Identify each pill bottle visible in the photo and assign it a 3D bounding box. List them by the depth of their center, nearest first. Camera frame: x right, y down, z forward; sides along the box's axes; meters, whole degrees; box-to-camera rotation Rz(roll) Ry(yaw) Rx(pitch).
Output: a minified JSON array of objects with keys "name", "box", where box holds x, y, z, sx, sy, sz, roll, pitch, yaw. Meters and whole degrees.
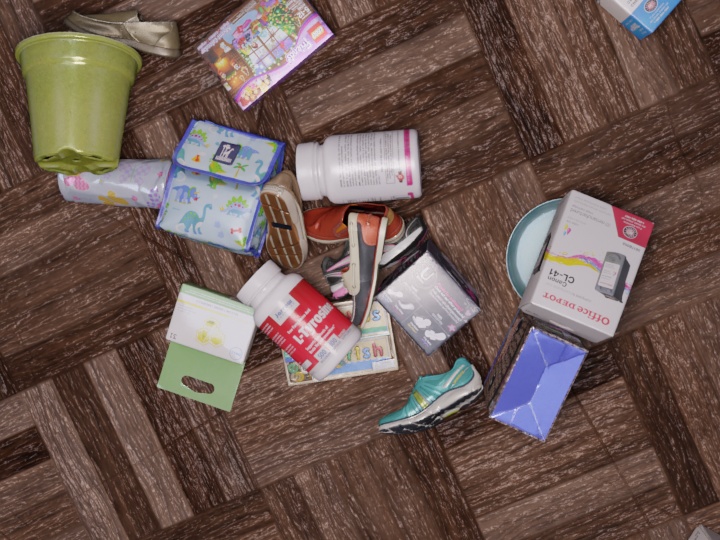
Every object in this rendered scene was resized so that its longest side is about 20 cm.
[{"name":"pill bottle","box":[-0.001,-0.170,1.600,0.199,0.113,0.114,-4,96,5]},{"name":"pill bottle","box":[-0.104,0.079,1.613,0.200,0.112,0.112,42,98,0]}]

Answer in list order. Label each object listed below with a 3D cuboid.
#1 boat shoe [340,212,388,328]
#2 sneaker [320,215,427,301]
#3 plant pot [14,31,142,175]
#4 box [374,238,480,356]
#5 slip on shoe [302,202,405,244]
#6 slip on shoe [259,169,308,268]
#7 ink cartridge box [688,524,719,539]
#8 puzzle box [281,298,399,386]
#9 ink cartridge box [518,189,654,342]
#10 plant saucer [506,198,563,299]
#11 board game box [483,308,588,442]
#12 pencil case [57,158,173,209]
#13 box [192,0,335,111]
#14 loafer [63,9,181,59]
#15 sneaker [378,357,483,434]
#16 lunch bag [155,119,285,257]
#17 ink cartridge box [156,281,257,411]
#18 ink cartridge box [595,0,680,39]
[{"name":"boat shoe","box":[0.000,0.000,1.557,0.062,0.071,0.201,9,119,1]},{"name":"sneaker","box":[0.017,-0.037,1.635,0.200,0.080,0.087,-35,82,2]},{"name":"plant pot","box":[-0.455,-0.257,1.566,0.199,0.200,0.185,-3,80,6]},{"name":"box","box":[0.113,0.039,1.569,0.115,0.200,0.132,-43,92,9]},{"name":"slip on shoe","box":[-0.022,-0.084,1.608,0.199,0.061,0.074,5,60,32]},{"name":"slip on shoe","box":[-0.122,-0.082,1.610,0.076,0.200,0.061,12,53,19]},{"name":"ink cartridge box","box":[0.631,0.549,1.640,0.199,0.084,0.145,29,98,2]},{"name":"puzzle box","box":[-0.039,0.120,1.681,0.199,0.025,0.134,-10,95,7]},{"name":"ink cartridge box","box":[0.360,-0.006,1.548,0.147,0.086,0.201,22,78,1]},{"name":"plant saucer","box":[0.344,-0.021,1.629,0.199,0.027,0.201,1,96,5]},{"name":"board game box","box":[0.277,0.161,1.568,0.097,0.200,0.160,24,98,1]},{"name":"pencil case","box":[-0.411,-0.155,1.656,0.199,0.083,0.091,7,60,5]},{"name":"box","box":[-0.161,-0.384,1.627,0.200,0.039,0.137,-39,93,8]},{"name":"loafer","box":[-0.395,-0.407,1.632,0.199,0.076,0.068,14,97,-7]},{"name":"sneaker","box":[0.116,0.221,1.666,0.200,0.077,0.080,-31,63,13]},{"name":"lunch bag","box":[-0.229,-0.140,1.625,0.169,0.127,0.201,16,85,6]},{"name":"ink cartridge box","box":[-0.268,0.137,1.694,0.145,0.048,0.201,18,95,2]},{"name":"ink cartridge box","box":[0.427,-0.490,1.538,0.200,0.084,0.146,40,99,-1]}]
